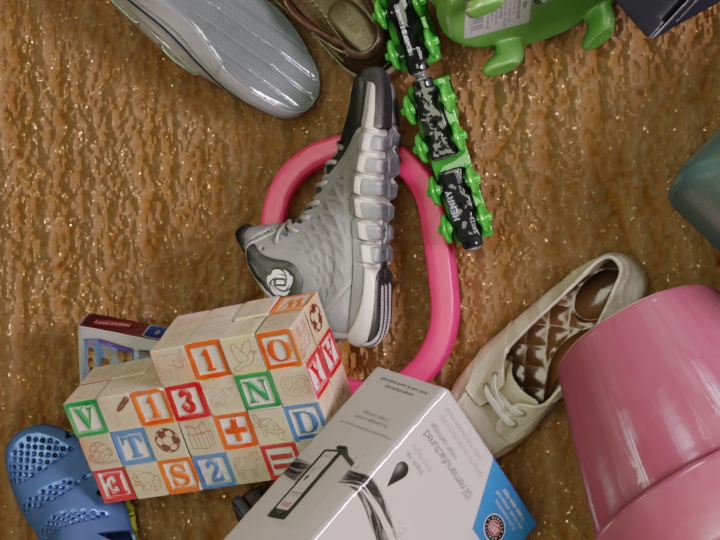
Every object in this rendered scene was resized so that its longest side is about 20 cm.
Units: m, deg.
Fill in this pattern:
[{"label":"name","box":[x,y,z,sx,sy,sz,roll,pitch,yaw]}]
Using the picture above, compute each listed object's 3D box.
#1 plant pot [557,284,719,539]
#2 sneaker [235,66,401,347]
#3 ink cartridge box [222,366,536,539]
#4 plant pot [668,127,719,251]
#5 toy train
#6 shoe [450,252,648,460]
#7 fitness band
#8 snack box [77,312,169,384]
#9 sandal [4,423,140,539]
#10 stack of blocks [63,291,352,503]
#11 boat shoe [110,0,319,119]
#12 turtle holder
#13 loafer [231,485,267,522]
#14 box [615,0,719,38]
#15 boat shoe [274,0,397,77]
[{"label":"plant pot","box":[0.226,0.118,1.426,0.199,0.200,0.180,-29,65,10]},{"label":"sneaker","box":[-0.034,-0.048,1.514,0.115,0.075,0.202,3,87,13]},{"label":"ink cartridge box","box":[0.006,0.191,1.444,0.200,0.146,0.084,-48,34,-21]},{"label":"plant pot","box":[0.331,-0.063,1.400,0.196,0.200,0.196,-46,78,6]},{"label":"toy train","box":[0.055,-0.112,1.523,0.041,0.056,0.201,-16,96,14]},{"label":"shoe","box":[0.125,0.062,1.513,0.070,0.053,0.200,44,96,12]},{"label":"fitness band","box":[0.000,0.000,1.558,0.142,0.037,0.202,-8,85,10]},{"label":"snack box","box":[-0.115,0.084,1.565,0.198,0.024,0.072,10,120,15]},{"label":"sandal","box":[-0.202,0.200,1.564,0.079,0.087,0.201,-38,77,10]},{"label":"stack of blocks","box":[-0.110,0.093,1.518,0.199,0.059,0.116,-11,111,24]},{"label":"boat shoe","box":[-0.117,-0.185,1.583,0.200,0.067,0.074,43,65,-7]},{"label":"turtle holder","box":[0.129,-0.239,1.492,0.185,0.141,0.133,-29,63,21]},{"label":"loafer","box":[-0.018,0.237,1.535,0.063,0.072,0.201,-33,85,-11]},{"label":"box","box":[0.256,-0.263,1.409,0.105,0.199,0.148,53,139,9]},{"label":"boat shoe","box":[-0.043,-0.227,1.562,0.202,0.075,0.075,44,96,12]}]
